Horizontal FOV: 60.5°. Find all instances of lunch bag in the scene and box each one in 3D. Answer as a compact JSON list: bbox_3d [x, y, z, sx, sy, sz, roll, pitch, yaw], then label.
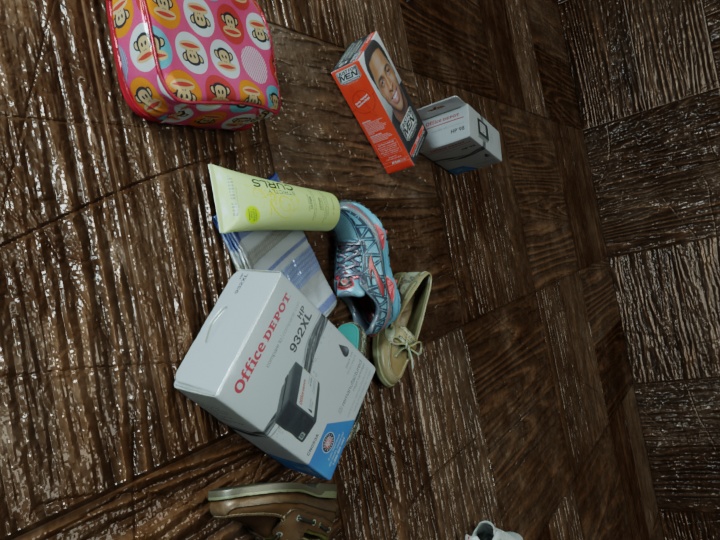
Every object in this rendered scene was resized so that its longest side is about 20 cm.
[{"bbox_3d":[-0.180,-0.256,0.689,0.198,0.080,0.182,-11,89,-56],"label":"lunch bag"}]

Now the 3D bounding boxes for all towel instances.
[{"bbox_3d":[-0.100,-0.006,0.787,0.147,0.023,0.205,-48,120,-52],"label":"towel"}]

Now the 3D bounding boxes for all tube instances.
[{"bbox_3d":[-0.101,-0.078,0.752,0.197,0.058,0.053,1,123,-53],"label":"tube"}]

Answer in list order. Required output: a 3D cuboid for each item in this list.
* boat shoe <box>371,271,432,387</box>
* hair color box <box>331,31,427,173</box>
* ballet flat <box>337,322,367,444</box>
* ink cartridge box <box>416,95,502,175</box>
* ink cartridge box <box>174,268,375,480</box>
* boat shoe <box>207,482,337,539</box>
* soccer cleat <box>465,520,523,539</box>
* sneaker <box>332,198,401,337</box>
[{"bbox_3d":[0.068,0.085,0.976,0.073,0.061,0.205,45,46,-40],"label":"boat shoe"},{"bbox_3d":[0.037,-0.280,1.044,0.202,0.060,0.103,55,41,-30],"label":"hair color box"},{"bbox_3d":[-0.021,0.170,0.824,0.076,0.066,0.205,64,31,-47],"label":"ballet flat"},{"bbox_3d":[0.187,-0.260,1.218,0.198,0.113,0.069,15,68,-53],"label":"ink cartridge box"},{"bbox_3d":[-0.086,0.118,0.692,0.201,0.082,0.148,48,57,-37],"label":"ink cartridge box"},{"bbox_3d":[-0.086,0.270,0.678,0.198,0.070,0.070,25,58,-51],"label":"boat shoe"},{"bbox_3d":[0.242,0.492,1.115,0.197,0.067,0.088,4,81,-51],"label":"soccer cleat"},{"bbox_3d":[0.000,0.000,0.887,0.095,0.078,0.205,-39,112,-51],"label":"sneaker"}]
